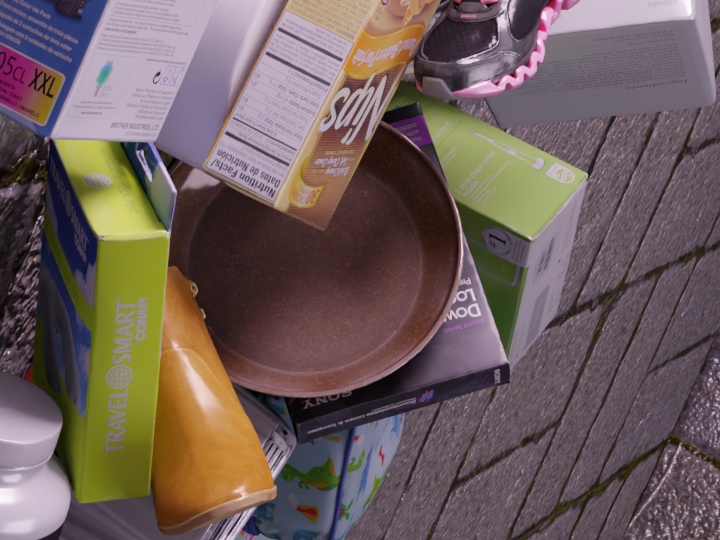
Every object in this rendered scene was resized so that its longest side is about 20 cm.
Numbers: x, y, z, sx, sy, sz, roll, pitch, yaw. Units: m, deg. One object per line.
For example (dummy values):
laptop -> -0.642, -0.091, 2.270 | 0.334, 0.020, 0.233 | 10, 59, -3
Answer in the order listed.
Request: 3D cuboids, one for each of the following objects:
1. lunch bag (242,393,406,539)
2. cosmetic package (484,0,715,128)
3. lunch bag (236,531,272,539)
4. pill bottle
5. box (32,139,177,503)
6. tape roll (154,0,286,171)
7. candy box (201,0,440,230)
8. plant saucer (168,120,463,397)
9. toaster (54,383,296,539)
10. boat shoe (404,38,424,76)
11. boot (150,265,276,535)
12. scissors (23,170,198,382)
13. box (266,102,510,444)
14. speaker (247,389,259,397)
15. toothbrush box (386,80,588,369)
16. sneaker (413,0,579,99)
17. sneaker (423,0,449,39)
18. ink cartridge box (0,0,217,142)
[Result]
lunch bag -> -0.014, 0.087, 1.877 | 0.200, 0.082, 0.161 | 101, 16, -44
cosmetic package -> 0.156, -0.211, 1.939 | 0.200, 0.165, 0.165 | 52, 33, -72
lunch bag -> -0.099, 0.167, 2.020 | 0.160, 0.077, 0.200 | -54, 160, -26
pill bottle -> -0.232, 0.159, 1.566 | 0.112, 0.112, 0.200 | -31, 145, -59
box -> -0.146, 0.016, 1.559 | 0.048, 0.122, 0.200 | -4, 122, -19
tape roll -> -0.058, -0.151, 1.667 | 0.203, 0.071, 0.203 | -53, 162, -27
candy box -> -0.012, -0.128, 1.621 | 0.200, 0.055, 0.115 | -64, 164, 1
plant saucer -> -0.036, -0.009, 1.734 | 0.201, 0.200, 0.037 | -56, 169, -19
toaster -> -0.130, 0.124, 1.738 | 0.200, 0.129, 0.114 | -56, -175, -15
boat shoe -> 0.014, -0.170, 1.852 | 0.200, 0.072, 0.065 | -31, 150, -49
boot -> -0.105, 0.070, 1.593 | 0.071, 0.144, 0.201 | -18, -175, -6
scissors -> -0.158, 0.015, 1.726 | 0.200, 0.014, 0.073 | -59, 161, -6
box -> 0.000, 0.000, 1.773 | 0.143, 0.200, 0.036 | -17, 155, -4
speaker -> -0.135, 0.121, 1.836 | 0.200, 0.088, 0.088 | -60, 163, -7
toothbrush box -> 0.042, -0.036, 1.912 | 0.086, 0.200, 0.146 | -46, 157, -40
sneaker -> 0.089, -0.182, 1.673 | 0.200, 0.079, 0.095 | -50, 136, -35
sneaker -> 0.043, -0.232, 1.728 | 0.075, 0.081, 0.200 | -23, 120, -21
ink cartridge box -> -0.122, -0.171, 1.441 | 0.200, 0.076, 0.136 | -64, 164, 10
